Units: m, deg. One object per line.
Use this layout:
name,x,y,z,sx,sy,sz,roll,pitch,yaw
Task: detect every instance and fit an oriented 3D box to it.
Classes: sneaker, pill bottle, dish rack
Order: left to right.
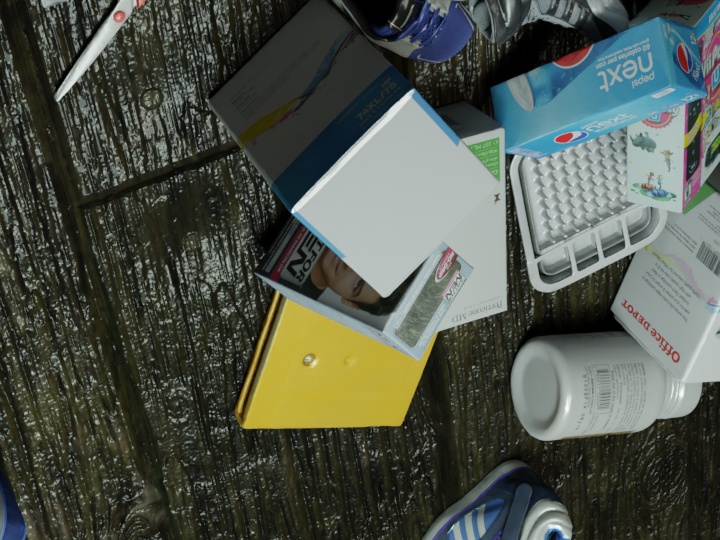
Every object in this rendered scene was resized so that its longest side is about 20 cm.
sneaker,0.029,-0.228,1.413,0.199,0.115,0.081,29,106,-40
sneaker,0.158,0.330,1.864,0.200,0.147,0.080,-48,132,8
sneaker,0.169,-0.246,1.510,0.114,0.076,0.200,-44,126,6
dish rack,0.231,-0.088,1.677,0.170,0.044,0.201,-25,131,-10
pill bottle,0.278,0.126,1.808,0.198,0.115,0.115,-2,123,-28

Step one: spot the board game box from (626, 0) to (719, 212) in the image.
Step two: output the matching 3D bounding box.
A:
board game box,0.320,-0.182,1.595,0.148,0.064,0.202,-47,141,-41

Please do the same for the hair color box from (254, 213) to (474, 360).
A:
hair color box,0.000,0.000,1.489,0.061,0.199,0.100,39,79,-42

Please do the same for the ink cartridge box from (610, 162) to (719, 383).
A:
ink cartridge box,0.374,0.001,1.751,0.083,0.145,0.201,2,122,-32

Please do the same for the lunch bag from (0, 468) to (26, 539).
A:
lunch bag,-0.413,0.262,1.501,0.200,0.136,0.132,-48,131,10

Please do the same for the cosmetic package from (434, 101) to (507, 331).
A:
cosmetic package,0.079,-0.050,1.575,0.107,0.085,0.202,-17,120,-21

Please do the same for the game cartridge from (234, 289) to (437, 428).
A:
game cartridge,-0.017,0.085,1.672,0.198,0.032,0.178,2,121,-33

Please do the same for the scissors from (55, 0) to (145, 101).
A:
scissors,-0.192,-0.222,1.361,0.073,0.014,0.201,11,115,-37

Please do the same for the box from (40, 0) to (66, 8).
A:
box,-0.174,-0.282,1.230,0.198,0.160,0.045,-21,130,-13

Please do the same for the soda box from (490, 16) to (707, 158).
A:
soda box,0.219,-0.167,1.504,0.199,0.069,0.064,-19,163,41

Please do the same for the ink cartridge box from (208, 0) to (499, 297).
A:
ink cartridge box,-0.010,-0.113,1.417,0.146,0.200,0.147,-44,132,4
